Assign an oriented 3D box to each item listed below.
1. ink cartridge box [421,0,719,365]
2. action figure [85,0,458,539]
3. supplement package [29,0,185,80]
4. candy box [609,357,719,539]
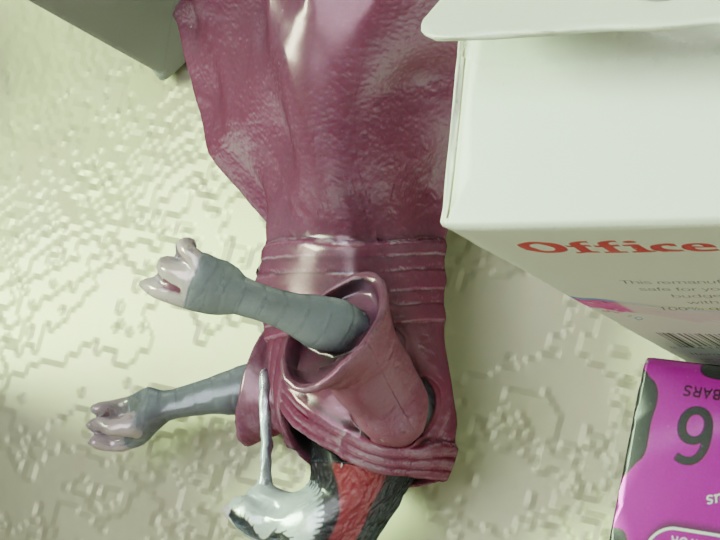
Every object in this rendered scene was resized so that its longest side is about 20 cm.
[{"bbox_3d":[0.112,-0.053,0.697,0.128,0.200,0.126,-1,76,28],"label":"ink cartridge box"},{"bbox_3d":[0.000,0.000,0.825,0.148,0.134,0.202,-2,86,-15],"label":"action figure"},{"bbox_3d":[-0.107,-0.198,0.861,0.147,0.191,0.200,-43,61,11],"label":"supplement package"},{"bbox_3d":[0.122,0.131,0.722,0.136,0.061,0.201,6,80,29],"label":"candy box"}]
